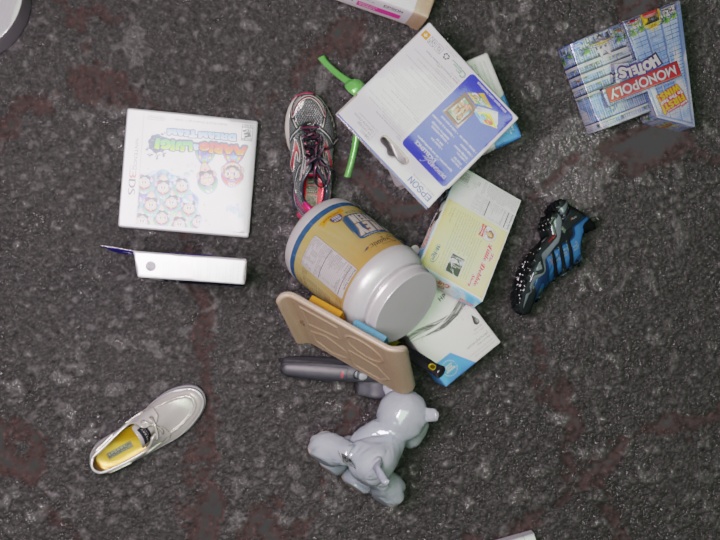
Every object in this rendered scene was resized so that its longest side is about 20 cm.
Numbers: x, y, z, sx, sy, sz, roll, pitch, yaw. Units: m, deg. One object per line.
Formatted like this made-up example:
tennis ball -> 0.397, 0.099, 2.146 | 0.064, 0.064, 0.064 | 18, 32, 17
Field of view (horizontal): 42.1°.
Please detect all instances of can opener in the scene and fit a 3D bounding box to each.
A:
can opener -> -0.027, 0.159, 1.462 | 0.200, 0.063, 0.079 | 7, 91, -9

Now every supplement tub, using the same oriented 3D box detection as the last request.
supplement tub -> 0.000, 0.000, 1.380 | 0.200, 0.145, 0.145 | 39, 85, 31

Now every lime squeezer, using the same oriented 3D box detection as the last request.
lime squeezer -> -0.018, -0.247, 1.430 | 0.071, 0.038, 0.200 | -16, 81, 21

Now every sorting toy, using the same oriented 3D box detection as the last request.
sorting toy -> -0.015, 0.102, 1.354 | 0.200, 0.185, 0.036 | 23, 70, 17

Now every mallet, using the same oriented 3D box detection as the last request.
mallet -> 0.058, 0.105, 1.424 | 0.041, 0.200, 0.066 | 44, 71, -46

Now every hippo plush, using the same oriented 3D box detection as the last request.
hippo plush -> 0.023, 0.247, 1.430 | 0.159, 0.200, 0.161 | 25, 69, 19

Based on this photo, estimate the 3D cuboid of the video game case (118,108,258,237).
video game case -> -0.264, -0.149, 1.439 | 0.200, 0.024, 0.182 | 5, 91, -8

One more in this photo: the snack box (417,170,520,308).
snack box -> 0.166, -0.054, 1.457 | 0.116, 0.037, 0.200 | 29, 62, -8

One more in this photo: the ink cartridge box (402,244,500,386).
ink cartridge box -> 0.111, 0.069, 1.477 | 0.116, 0.067, 0.200 | -39, 96, -6

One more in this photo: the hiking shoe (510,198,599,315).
hiking shoe -> 0.311, -0.012, 1.499 | 0.087, 0.074, 0.200 | 26, 88, -7

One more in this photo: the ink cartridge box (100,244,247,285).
ink cartridge box -> -0.266, -0.004, 1.357 | 0.200, 0.198, 0.043 | 7, 87, -7

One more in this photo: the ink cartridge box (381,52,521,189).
ink cartridge box -> 0.127, -0.231, 1.462 | 0.200, 0.084, 0.145 | -24, 94, -6

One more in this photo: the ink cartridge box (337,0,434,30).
ink cartridge box -> 0.031, -0.488, 1.446 | 0.200, 0.075, 0.165 | 17, 88, -9

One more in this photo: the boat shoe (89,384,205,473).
boat shoe -> -0.323, 0.244, 1.419 | 0.200, 0.070, 0.071 | -30, 95, -6

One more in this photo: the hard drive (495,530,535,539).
hard drive -> 0.201, 0.514, 1.523 | 0.200, 0.027, 0.132 | -13, 93, -7

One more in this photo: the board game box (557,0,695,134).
board game box -> 0.452, -0.305, 1.518 | 0.200, 0.062, 0.200 | -22, 94, -7

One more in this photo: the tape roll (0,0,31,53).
tape roll -> -0.589, -0.409, 1.365 | 0.200, 0.066, 0.201 | 0, 91, -8

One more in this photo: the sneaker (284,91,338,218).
sneaker -> -0.070, -0.175, 1.441 | 0.081, 0.075, 0.200 | -6, 92, -8

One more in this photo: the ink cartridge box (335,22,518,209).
ink cartridge box -> 0.098, -0.228, 1.394 | 0.200, 0.047, 0.198 | -44, 96, -3
